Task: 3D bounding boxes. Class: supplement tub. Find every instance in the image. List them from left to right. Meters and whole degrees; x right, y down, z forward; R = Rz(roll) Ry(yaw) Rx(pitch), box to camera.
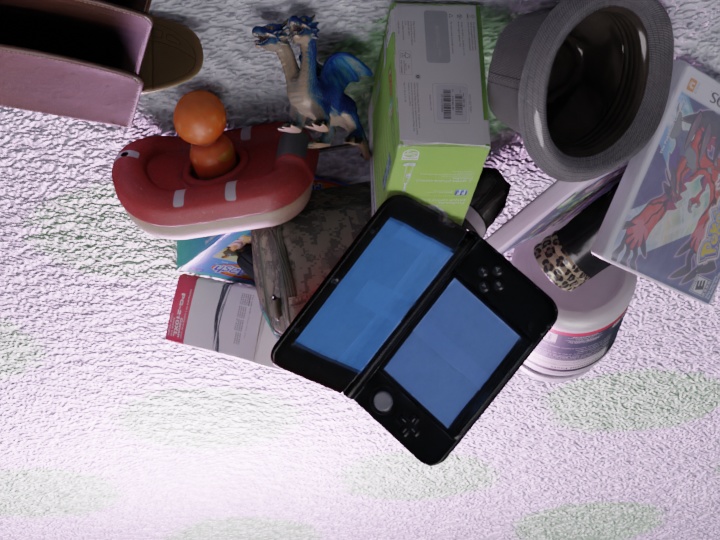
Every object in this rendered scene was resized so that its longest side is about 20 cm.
[{"bbox_3d":[0.230,0.035,2.073,0.139,0.141,0.200,-1,157,-2],"label":"supplement tub"}]

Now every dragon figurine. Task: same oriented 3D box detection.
[{"bbox_3d":[-0.028,-0.166,1.668,0.059,0.100,0.200,-2,166,34],"label":"dragon figurine"}]

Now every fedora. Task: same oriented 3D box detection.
[{"bbox_3d":[0.182,-0.173,1.621,0.090,0.178,0.199,20,-151,40],"label":"fedora"}]

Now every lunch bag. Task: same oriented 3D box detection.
[{"bbox_3d":[0.000,0.000,1.802,0.199,0.168,0.140,-8,113,-10],"label":"lunch bag"}]

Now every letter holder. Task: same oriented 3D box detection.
[{"bbox_3d":[-0.271,-0.209,1.501,0.199,0.101,0.142,9,153,-12],"label":"letter holder"}]

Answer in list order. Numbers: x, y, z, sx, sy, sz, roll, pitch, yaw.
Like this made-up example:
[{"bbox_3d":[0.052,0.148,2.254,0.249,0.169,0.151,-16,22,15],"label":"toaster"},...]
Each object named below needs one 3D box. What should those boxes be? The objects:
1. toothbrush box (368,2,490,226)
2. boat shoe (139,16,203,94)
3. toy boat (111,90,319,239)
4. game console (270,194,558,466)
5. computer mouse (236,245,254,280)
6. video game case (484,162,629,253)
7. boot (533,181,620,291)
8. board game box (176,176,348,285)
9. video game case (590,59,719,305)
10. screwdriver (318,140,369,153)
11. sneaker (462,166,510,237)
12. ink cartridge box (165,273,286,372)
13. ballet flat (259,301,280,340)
[{"bbox_3d":[0.059,-0.131,1.675,0.085,0.147,0.200,1,155,-7],"label":"toothbrush box"},{"bbox_3d":[-0.239,-0.183,1.631,0.199,0.073,0.065,-9,179,-6],"label":"boat shoe"},{"bbox_3d":[-0.145,-0.114,1.761,0.199,0.131,0.131,-9,125,12],"label":"toy boat"},{"bbox_3d":[0.051,0.059,1.675,0.200,0.172,0.119,-52,164,14],"label":"game console"},{"bbox_3d":[-0.035,-0.016,1.938,0.198,0.046,0.141,-5,158,1],"label":"computer mouse"},{"bbox_3d":[0.230,-0.086,1.832,0.181,0.023,0.200,-27,172,-34],"label":"video game case"},{"bbox_3d":[0.269,-0.043,1.894,0.153,0.074,0.203,-37,164,17],"label":"boot"},{"bbox_3d":[-0.088,-0.042,1.986,0.151,0.045,0.200,12,151,-31],"label":"board game box"},{"bbox_3d":[0.323,-0.081,1.782,0.182,0.201,0.023,21,-175,-42],"label":"video game case"},{"bbox_3d":[-0.043,-0.116,1.835,0.199,0.029,0.028,-3,157,15],"label":"screwdriver"},{"bbox_3d":[0.110,-0.066,1.918,0.066,0.091,0.200,45,169,-6],"label":"sneaker"},{"bbox_3d":[-0.107,0.066,2.089,0.144,0.085,0.200,15,177,-35],"label":"ink cartridge box"},{"bbox_3d":[-0.011,0.040,1.946,0.199,0.075,0.074,-9,160,-23],"label":"ballet flat"}]
